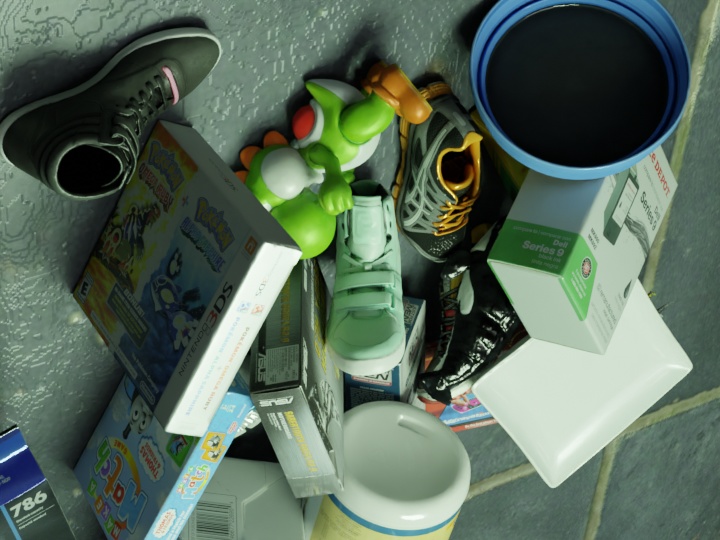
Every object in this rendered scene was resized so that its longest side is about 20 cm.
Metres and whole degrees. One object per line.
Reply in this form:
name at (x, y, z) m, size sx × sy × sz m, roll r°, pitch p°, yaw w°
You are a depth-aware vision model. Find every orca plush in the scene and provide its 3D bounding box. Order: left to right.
orca plush at (0.123, 0.033, 1.577) m, size 0.105 × 0.071 × 0.200 m, roll 46°, pitch 72°, yaw -16°

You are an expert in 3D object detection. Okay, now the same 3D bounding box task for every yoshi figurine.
yoshi figurine at (-0.022, -0.087, 1.442) m, size 0.200 × 0.112 × 0.112 m, roll -40°, pitch 145°, yaw 0°

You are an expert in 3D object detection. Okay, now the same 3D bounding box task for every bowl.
bowl at (0.197, -0.175, 1.482) m, size 0.200 × 0.201 × 0.039 m, roll -34°, pitch 162°, yaw -11°

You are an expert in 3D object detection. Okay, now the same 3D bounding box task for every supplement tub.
supplement tub at (0.016, 0.240, 1.584) m, size 0.144 × 0.145 × 0.201 m, roll -14°, pitch 141°, yaw -29°

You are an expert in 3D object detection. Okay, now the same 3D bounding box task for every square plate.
square plate at (0.224, 0.103, 1.659) m, size 0.198 × 0.028 × 0.200 m, roll -41°, pitch 131°, yaw -1°

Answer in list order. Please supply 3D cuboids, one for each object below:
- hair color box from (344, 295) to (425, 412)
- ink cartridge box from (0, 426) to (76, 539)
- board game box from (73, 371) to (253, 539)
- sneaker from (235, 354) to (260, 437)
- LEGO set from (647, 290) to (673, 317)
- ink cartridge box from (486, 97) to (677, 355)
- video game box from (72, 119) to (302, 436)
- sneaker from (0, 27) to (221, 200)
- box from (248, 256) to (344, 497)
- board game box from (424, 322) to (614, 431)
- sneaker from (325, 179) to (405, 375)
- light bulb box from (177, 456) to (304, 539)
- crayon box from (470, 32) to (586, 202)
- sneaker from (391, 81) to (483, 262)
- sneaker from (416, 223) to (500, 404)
hair color box at (0.027, 0.130, 1.653) m, size 0.100 × 0.060 × 0.201 m, roll -67°, pitch 162°, yaw -47°
ink cartridge box at (-0.323, 0.241, 1.518) m, size 0.099 × 0.039 × 0.201 m, roll -30°, pitch 136°, yaw -15°
board game box at (-0.180, 0.149, 1.470) m, size 0.036 × 0.151 × 0.201 m, roll 15°, pitch 112°, yaw -38°
sneaker at (-0.172, 0.145, 1.548) m, size 0.200 × 0.075 × 0.087 m, roll -46°, pitch 128°, yaw -5°
LEGO set at (0.236, 0.062, 1.753) m, size 0.200 × 0.116 × 0.154 m, roll -41°, pitch 138°, yaw -4°
ink cartridge box at (0.211, -0.047, 1.535) m, size 0.201 × 0.084 × 0.146 m, roll -63°, pitch 145°, yaw -21°
video game box at (-0.147, 0.004, 1.343) m, size 0.047 × 0.200 × 0.183 m, roll 15°, pitch 112°, yaw -42°
sneaker at (-0.180, -0.118, 1.294) m, size 0.199 × 0.099 × 0.071 m, roll -30°, pitch 135°, yaw -17°
box at (-0.055, 0.078, 1.482) m, size 0.048 × 0.201 × 0.159 m, roll -10°, pitch 136°, yaw 10°
board game box at (0.159, 0.106, 1.716) m, size 0.198 × 0.019 × 0.104 m, roll -13°, pitch 111°, yaw 4°
sneaker at (0.000, 0.000, 1.482) m, size 0.073 × 0.201 × 0.119 m, roll -5°, pitch 125°, yaw 3°
light bulb box at (-0.131, 0.320, 1.585) m, size 0.124 × 0.199 × 0.201 m, roll 9°, pitch 125°, yaw -12°
crayon box at (0.187, -0.139, 1.603) m, size 0.127 × 0.051 × 0.200 m, roll -39°, pitch 139°, yaw -6°
sneaker at (0.078, -0.078, 1.547) m, size 0.078 × 0.077 × 0.201 m, roll -28°, pitch 139°, yaw -21°
sneaker at (0.103, 0.043, 1.649) m, size 0.082 × 0.078 × 0.201 m, roll 35°, pitch 72°, yaw -25°
